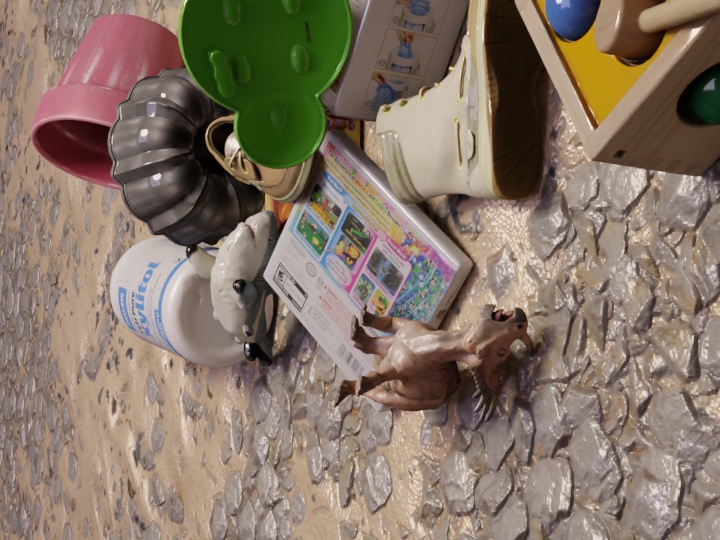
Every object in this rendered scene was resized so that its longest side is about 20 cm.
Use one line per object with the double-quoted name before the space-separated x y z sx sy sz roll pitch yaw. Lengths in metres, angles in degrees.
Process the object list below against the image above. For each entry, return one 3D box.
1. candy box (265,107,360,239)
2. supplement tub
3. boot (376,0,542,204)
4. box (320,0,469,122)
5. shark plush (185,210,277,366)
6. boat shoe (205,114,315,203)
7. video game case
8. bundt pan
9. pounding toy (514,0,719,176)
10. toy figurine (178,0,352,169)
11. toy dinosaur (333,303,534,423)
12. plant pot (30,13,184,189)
"candy box" -0.050 -0.137 1.288 0.117 0.056 0.201 -11 77 59
"supplement tub" -0.197 0.033 1.438 0.200 0.132 0.132 11 95 59
"boot" 0.080 -0.156 1.048 0.154 0.072 0.201 0 90 53
"box" 0.026 -0.247 1.131 0.113 0.101 0.201 50 127 50
"shark plush" -0.105 0.034 1.305 0.091 0.083 0.200 24 141 44
"boat shoe" -0.104 -0.114 1.237 0.200 0.066 0.074 23 96 64
"video game case" 0.000 0.000 1.162 0.200 0.024 0.182 48 127 30
"bundt pan" -0.167 -0.129 1.354 0.076 0.201 0.203 -10 77 50
"pounding toy" 0.199 -0.167 0.789 0.184 0.142 0.200 -54 42 42
"toy figurine" -0.095 -0.216 1.146 0.184 0.150 0.201 -119 18 -62
"toy dinosaur" 0.057 0.085 1.044 0.200 0.135 0.086 128 153 -71
"plant pot" -0.313 -0.226 1.631 0.200 0.200 0.180 -23 51 56
